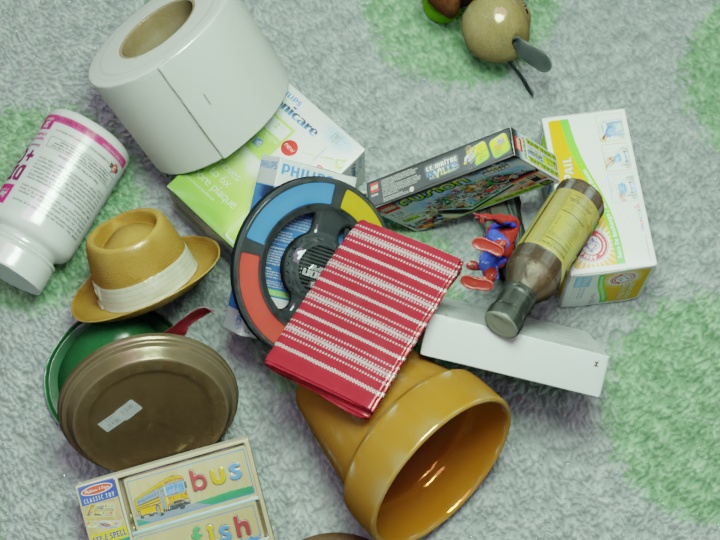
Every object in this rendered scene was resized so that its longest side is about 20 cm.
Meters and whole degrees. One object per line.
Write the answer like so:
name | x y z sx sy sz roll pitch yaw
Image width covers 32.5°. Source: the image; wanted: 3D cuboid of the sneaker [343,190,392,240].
sneaker | 0.000 0.000 1.459 0.079 0.078 0.203 14 71 -7

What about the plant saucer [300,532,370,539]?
plant saucer | -0.029 0.382 1.333 0.197 0.037 0.203 0 68 1

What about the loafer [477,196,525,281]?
loafer | 0.167 -0.046 1.481 0.062 0.072 0.203 -16 61 16

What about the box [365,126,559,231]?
box | 0.116 -0.102 1.422 0.198 0.110 0.035 -19 67 33

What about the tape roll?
tape roll | -0.203 -0.234 1.464 0.201 0.140 0.204 -24 34 17

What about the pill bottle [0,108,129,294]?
pill bottle | -0.371 -0.081 1.473 0.112 0.114 0.202 24 72 10

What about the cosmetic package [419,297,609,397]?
cosmetic package | 0.164 0.080 1.370 0.197 0.151 0.052 14 95 1

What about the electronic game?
electronic game | -0.051 -0.002 1.361 0.198 0.041 0.203 -4 98 -28

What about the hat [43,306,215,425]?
hat | -0.278 0.084 1.374 0.200 0.176 0.166 -42 75 -14

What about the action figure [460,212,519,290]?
action figure | 0.143 -0.027 1.342 0.051 0.200 0.066 15 104 12

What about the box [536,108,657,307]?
box | 0.273 -0.072 1.456 0.100 0.113 0.203 -7 70 -1

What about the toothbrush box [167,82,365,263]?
toothbrush box | -0.111 -0.107 1.493 0.145 0.086 0.200 42 74 14

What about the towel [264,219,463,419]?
towel | 0.004 0.047 1.299 0.143 0.023 0.201 22 67 29

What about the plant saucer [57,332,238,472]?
plant saucer | -0.229 0.154 1.343 0.197 0.202 0.030 -15 39 -4

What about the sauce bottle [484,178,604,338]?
sauce bottle | 0.194 -0.012 1.322 0.064 0.065 0.201 31 60 12

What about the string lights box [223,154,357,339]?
string lights box | -0.080 -0.020 1.402 0.102 0.059 0.203 13 91 -28

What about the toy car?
toy car | 0.181 -0.321 1.534 0.156 0.164 0.202 -28 81 -9

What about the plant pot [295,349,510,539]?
plant pot | 0.032 0.162 1.343 0.200 0.201 0.183 -40 57 -13

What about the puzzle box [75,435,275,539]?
puzzle box | -0.201 0.272 1.359 0.197 0.025 0.135 -16 91 -4

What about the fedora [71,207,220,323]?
fedora | -0.256 -0.017 1.408 0.198 0.201 0.083 -24 113 -7
